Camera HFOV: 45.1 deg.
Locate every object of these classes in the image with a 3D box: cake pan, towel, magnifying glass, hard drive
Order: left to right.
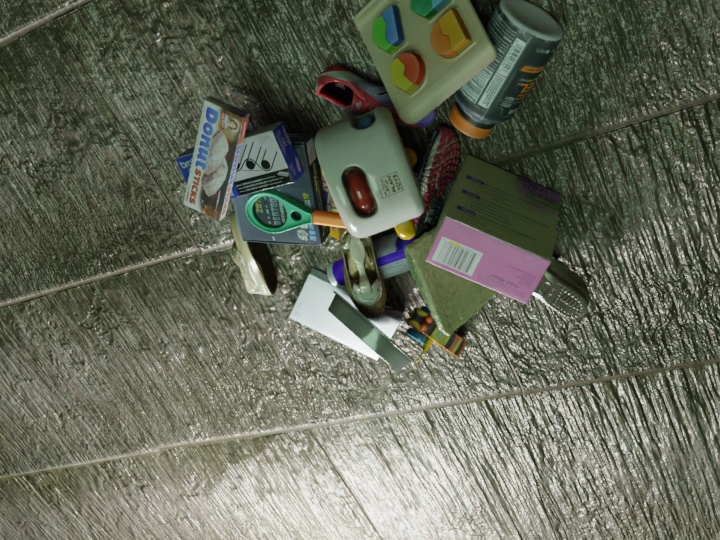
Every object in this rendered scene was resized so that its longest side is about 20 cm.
[{"bbox_3d":[-0.100,-0.093,1.464,0.199,0.022,0.080,7,125,12],"label":"magnifying glass"},{"bbox_3d":[-0.030,0.089,1.718,0.200,0.026,0.132,26,129,-2],"label":"hard drive"},{"bbox_3d":[0.015,0.115,1.592,0.200,0.200,0.037,43,87,-14],"label":"cake pan"},{"bbox_3d":[0.161,0.004,1.528,0.036,0.148,0.200,21,144,55],"label":"towel"}]

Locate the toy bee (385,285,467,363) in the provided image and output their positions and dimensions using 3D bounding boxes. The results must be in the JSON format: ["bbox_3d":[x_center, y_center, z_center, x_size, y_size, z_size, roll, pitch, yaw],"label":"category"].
[{"bbox_3d":[0.122,0.111,1.615,0.199,0.109,0.131,12,93,-17],"label":"toy bee"}]

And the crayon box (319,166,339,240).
[{"bbox_3d":[-0.069,-0.142,1.535,0.200,0.058,0.119,28,129,-1],"label":"crayon box"}]

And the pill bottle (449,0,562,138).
[{"bbox_3d":[0.207,-0.295,1.299,0.106,0.106,0.200,28,130,-3],"label":"pill bottle"}]

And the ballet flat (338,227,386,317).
[{"bbox_3d":[0.000,0.000,1.507,0.070,0.065,0.201,-15,109,5],"label":"ballet flat"}]

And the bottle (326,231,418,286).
[{"bbox_3d":[0.032,-0.019,1.578,0.200,0.084,0.065,-20,118,29],"label":"bottle"}]

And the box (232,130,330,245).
[{"bbox_3d":[-0.145,-0.141,1.492,0.157,0.051,0.200,5,124,19],"label":"box"}]

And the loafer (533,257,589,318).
[{"bbox_3d":[0.314,0.004,1.513,0.200,0.068,0.076,42,128,7],"label":"loafer"}]

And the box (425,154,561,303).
[{"bbox_3d":[0.218,-0.070,1.401,0.175,0.200,0.097,23,130,1],"label":"box"}]

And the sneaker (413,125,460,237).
[{"bbox_3d":[0.104,-0.154,1.462,0.075,0.081,0.200,39,126,27],"label":"sneaker"}]

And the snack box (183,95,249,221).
[{"bbox_3d":[-0.235,-0.178,1.402,0.072,0.024,0.200,26,125,9],"label":"snack box"}]

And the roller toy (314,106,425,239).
[{"bbox_3d":[0.022,-0.152,1.351,0.139,0.200,0.182,-20,158,7],"label":"roller toy"}]

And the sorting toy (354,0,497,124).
[{"bbox_3d":[0.087,-0.348,1.286,0.185,0.036,0.200,-35,74,35],"label":"sorting toy"}]

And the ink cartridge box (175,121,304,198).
[{"bbox_3d":[-0.200,-0.173,1.433,0.199,0.044,0.094,-10,115,28],"label":"ink cartridge box"}]

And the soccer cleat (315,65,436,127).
[{"bbox_3d":[0.023,-0.271,1.398,0.200,0.077,0.067,22,129,2],"label":"soccer cleat"}]

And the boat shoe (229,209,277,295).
[{"bbox_3d":[-0.218,-0.033,1.664,0.065,0.072,0.200,-2,130,19],"label":"boat shoe"}]
